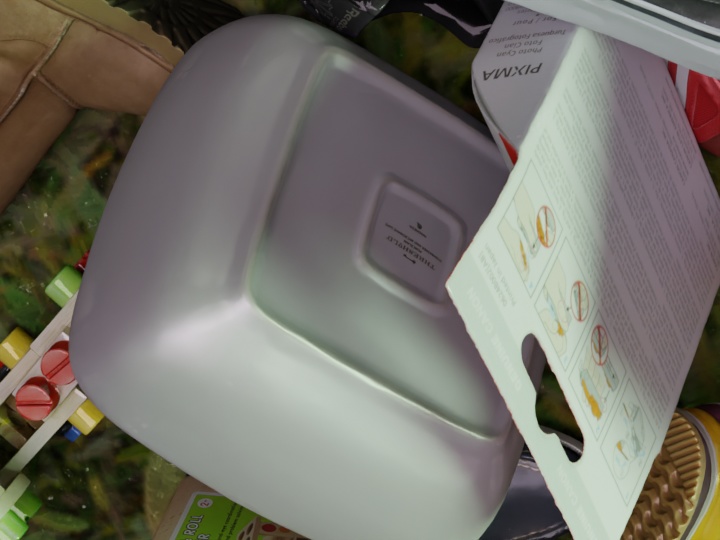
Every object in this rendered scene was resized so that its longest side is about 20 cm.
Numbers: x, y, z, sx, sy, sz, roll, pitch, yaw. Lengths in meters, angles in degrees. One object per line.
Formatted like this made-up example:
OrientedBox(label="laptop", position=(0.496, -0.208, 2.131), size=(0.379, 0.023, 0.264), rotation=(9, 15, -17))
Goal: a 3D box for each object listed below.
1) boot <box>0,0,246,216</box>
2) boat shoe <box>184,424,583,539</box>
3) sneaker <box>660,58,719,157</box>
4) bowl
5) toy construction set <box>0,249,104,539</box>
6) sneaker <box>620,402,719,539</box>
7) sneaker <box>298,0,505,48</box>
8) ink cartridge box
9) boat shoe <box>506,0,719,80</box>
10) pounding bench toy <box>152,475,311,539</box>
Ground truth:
OrientedBox(label="boot", position=(-0.148, -0.058, 0.849), size=(0.175, 0.066, 0.200), rotation=(30, 123, -23))
OrientedBox(label="boat shoe", position=(0.011, 0.107, 0.866), size=(0.200, 0.062, 0.075), rotation=(2, 104, 9))
OrientedBox(label="sneaker", position=(0.175, -0.132, 0.752), size=(0.115, 0.078, 0.200), rotation=(34, 120, 2))
OrientedBox(label="bowl", position=(0.000, 0.000, 0.752), size=(0.200, 0.200, 0.075), rotation=(31, 146, -21))
OrientedBox(label="toy construction set", position=(-0.139, 0.059, 0.844), size=(0.200, 0.131, 0.092), rotation=(-32, 98, 16))
OrientedBox(label="sneaker", position=(0.138, 0.141, 0.848), size=(0.090, 0.075, 0.200), rotation=(1, 134, -29))
OrientedBox(label="sneaker", position=(-0.016, -0.144, 0.753), size=(0.200, 0.076, 0.088), rotation=(9, 76, -15))
OrientedBox(label="ink cartridge box", position=(0.081, -0.004, 0.731), size=(0.047, 0.200, 0.160), rotation=(-3, 131, 34))
OrientedBox(label="boat shoe", position=(0.123, -0.121, 0.683), size=(0.200, 0.072, 0.071), rotation=(13, 139, 7))
OrientedBox(label="pounding bench toy", position=(-0.035, 0.211, 0.779), size=(0.124, 0.200, 0.156), rotation=(3, 120, 12))
